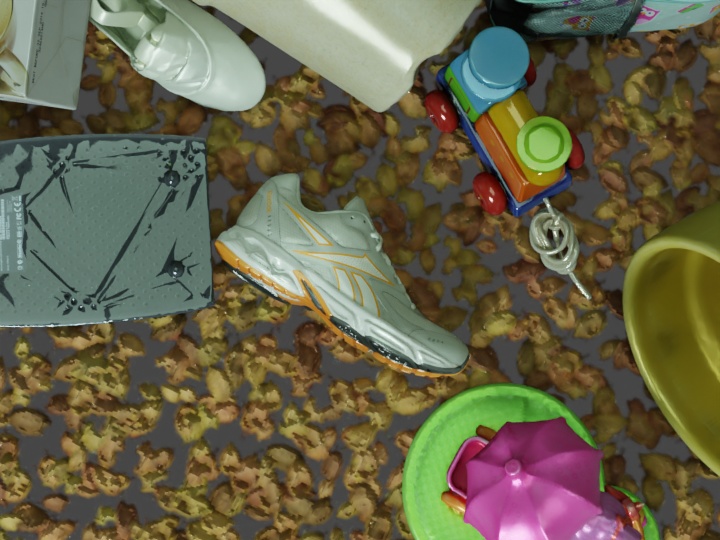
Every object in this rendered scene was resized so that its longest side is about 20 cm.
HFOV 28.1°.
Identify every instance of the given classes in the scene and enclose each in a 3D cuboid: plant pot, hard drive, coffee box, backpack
[{"bbox_3d":[-0.013,-0.218,1.000,0.183,0.200,0.201,38,84,-10],"label":"plant pot"},{"bbox_3d":[0.313,0.028,0.981,0.188,0.201,0.202,-27,86,-20],"label":"plant pot"},{"bbox_3d":[-0.205,-0.027,1.032,0.198,0.042,0.136,-4,84,-3],"label":"hard drive"},{"bbox_3d":[-0.294,-0.181,0.994,0.198,0.080,0.114,9,93,16],"label":"coffee box"},{"bbox_3d":[0.193,-0.260,1.022,0.198,0.153,0.178,1,79,-9],"label":"backpack"}]

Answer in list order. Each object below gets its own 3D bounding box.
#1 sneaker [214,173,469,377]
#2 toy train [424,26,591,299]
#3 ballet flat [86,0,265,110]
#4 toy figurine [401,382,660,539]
[{"bbox_3d":[0.000,0.000,1.025,0.199,0.076,0.092,32,79,0],"label":"sneaker"},{"bbox_3d":[0.126,-0.075,1.014,0.084,0.116,0.201,-30,86,-5],"label":"toy train"},{"bbox_3d":[-0.160,-0.176,1.034,0.200,0.069,0.070,39,84,4],"label":"ballet flat"},{"bbox_3d":[0.130,0.161,0.955,0.199,0.184,0.151,30,84,0],"label":"toy figurine"}]
